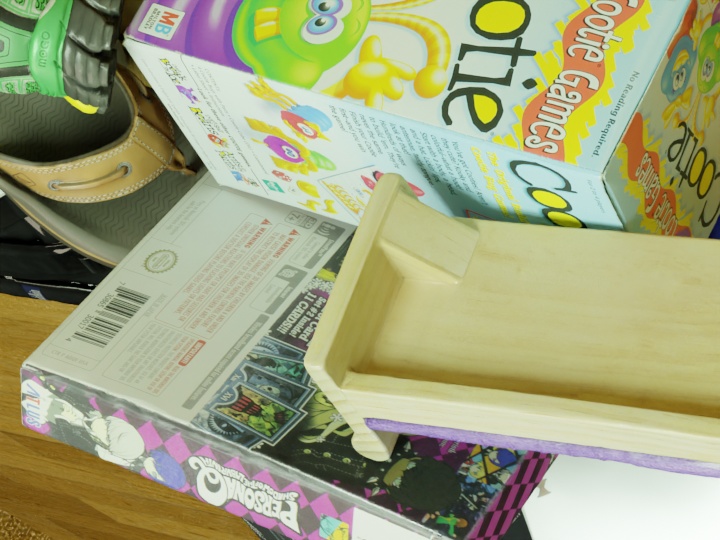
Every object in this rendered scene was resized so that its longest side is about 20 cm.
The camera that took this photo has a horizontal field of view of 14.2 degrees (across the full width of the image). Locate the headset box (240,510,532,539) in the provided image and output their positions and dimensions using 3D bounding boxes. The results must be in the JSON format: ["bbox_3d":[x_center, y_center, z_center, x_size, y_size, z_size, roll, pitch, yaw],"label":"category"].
[{"bbox_3d":[0.008,0.101,1.260,0.174,0.093,0.200,36,167,50],"label":"headset box"}]

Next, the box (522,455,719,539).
[{"bbox_3d":[0.163,0.102,1.224,0.124,0.098,0.200,-23,171,22],"label":"box"}]

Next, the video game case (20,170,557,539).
[{"bbox_3d":[-0.001,0.023,1.087,0.180,0.200,0.036,20,131,18],"label":"video game case"}]

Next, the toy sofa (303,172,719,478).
[{"bbox_3d":[0.091,0.032,0.962,0.199,0.083,0.098,6,150,31],"label":"toy sofa"}]

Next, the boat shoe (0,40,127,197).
[{"bbox_3d":[-0.189,-0.045,1.210,0.075,0.202,0.086,56,146,-8],"label":"boat shoe"}]

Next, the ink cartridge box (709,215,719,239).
[{"bbox_3d":[0.209,0.001,1.176,0.199,0.039,0.099,28,167,-7],"label":"ink cartridge box"}]

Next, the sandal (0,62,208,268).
[{"bbox_3d":[-0.118,-0.064,1.173,0.200,0.082,0.054,35,155,-21],"label":"sandal"}]

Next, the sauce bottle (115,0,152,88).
[{"bbox_3d":[-0.060,-0.093,1.238,0.066,0.066,0.199,35,165,-35],"label":"sauce bottle"}]

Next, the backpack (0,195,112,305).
[{"bbox_3d":[-0.199,-0.054,1.507,0.199,0.155,0.163,-4,158,19],"label":"backpack"}]

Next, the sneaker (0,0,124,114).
[{"bbox_3d":[-0.137,-0.124,1.106,0.085,0.079,0.200,8,-160,-11],"label":"sneaker"}]

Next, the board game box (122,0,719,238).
[{"bbox_3d":[0.034,-0.074,1.050,0.199,0.103,0.105,18,158,28],"label":"board game box"}]
